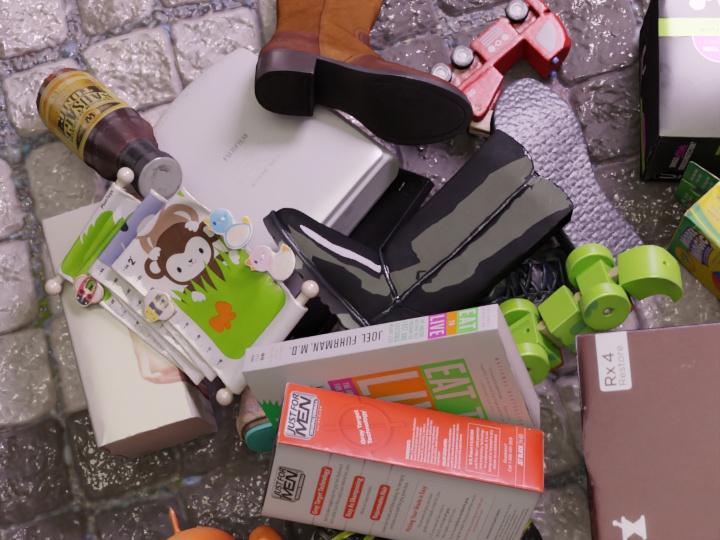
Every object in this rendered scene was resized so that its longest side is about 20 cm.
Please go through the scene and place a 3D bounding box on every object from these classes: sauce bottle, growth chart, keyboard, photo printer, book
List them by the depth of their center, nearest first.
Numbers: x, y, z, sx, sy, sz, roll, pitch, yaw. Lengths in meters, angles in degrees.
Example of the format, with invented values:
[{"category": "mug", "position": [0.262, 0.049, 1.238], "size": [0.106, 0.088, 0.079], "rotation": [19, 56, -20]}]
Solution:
[{"category": "book", "position": [0.026, 0.093, 1.065], "size": [0.199, 0.134, 0.048], "rotation": [-11, 44, 16]}, {"category": "growth chart", "position": [-0.140, 0.008, 1.091], "size": [0.200, 0.018, 0.145], "rotation": [33, 105, 11]}, {"category": "keyboard", "position": [0.000, 0.000, 1.178], "size": [0.127, 0.021, 0.200], "rotation": [25, 76, 48]}, {"category": "sauce bottle", "position": [-0.213, -0.116, 1.182], "size": [0.066, 0.066, 0.200], "rotation": [-48, 43, -7]}, {"category": "photo printer", "position": [-0.091, -0.089, 1.200], "size": [0.200, 0.069, 0.167], "rotation": [39, 84, 21]}]

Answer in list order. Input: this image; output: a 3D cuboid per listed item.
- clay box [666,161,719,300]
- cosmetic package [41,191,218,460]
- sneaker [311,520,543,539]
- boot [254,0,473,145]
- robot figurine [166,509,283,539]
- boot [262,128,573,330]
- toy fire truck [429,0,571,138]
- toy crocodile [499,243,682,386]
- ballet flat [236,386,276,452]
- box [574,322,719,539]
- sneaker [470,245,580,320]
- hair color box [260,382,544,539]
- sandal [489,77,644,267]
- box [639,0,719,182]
[{"category": "clay box", "position": [0.323, 0.005, 1.130], "size": [0.048, 0.115, 0.200], "rotation": [-43, 76, -6]}, {"category": "cosmetic package", "position": [-0.194, 0.048, 1.169], "size": [0.087, 0.103, 0.201], "rotation": [-17, 77, 1]}, {"category": "sneaker", "position": [0.053, 0.226, 1.125], "size": [0.199, 0.076, 0.076], "rotation": [6, 63, -13]}, {"category": "boot", "position": [0.007, -0.193, 1.204], "size": [0.187, 0.069, 0.200], "rotation": [4, 39, 3]}, {"category": "robot figurine", "position": [-0.106, 0.287, 1.096], "size": [0.200, 0.144, 0.117], "rotation": [41, 43, 12]}, {"category": "boot", "position": [0.047, -0.041, 1.098], "size": [0.200, 0.066, 0.165], "rotation": [-41, 93, 3]}, {"category": "toy fire truck", "position": [0.124, -0.133, 1.214], "size": [0.200, 0.049, 0.141], "rotation": [-40, 77, -6]}, {"category": "toy crocodile", "position": [0.163, 0.043, 1.100], "size": [0.200, 0.062, 0.068], "rotation": [-37, 33, 20]}, {"category": "ballet flat", "position": [-0.008, 0.100, 1.163], "size": [0.199, 0.068, 0.067], "rotation": [-8, 48, 1]}, {"category": "box", "position": [0.258, 0.138, 1.050], "size": [0.163, 0.200, 0.167], "rotation": [-5, 76, 12]}, {"category": "sneaker", "position": [0.128, 0.017, 1.160], "size": [0.199, 0.081, 0.074], "rotation": [-15, 76, 0]}, {"category": "hair color box", "position": [0.031, 0.155, 1.053], "size": [0.199, 0.102, 0.061], "rotation": [11, 46, -4]}, {"category": "sandal", "position": [0.166, -0.065, 1.155], "size": [0.076, 0.043, 0.201], "rotation": [-24, 80, -16]}, {"category": "box", "position": [0.341, -0.159, 1.165], "size": [0.199, 0.124, 0.149], "rotation": [1, 76, 4]}]
